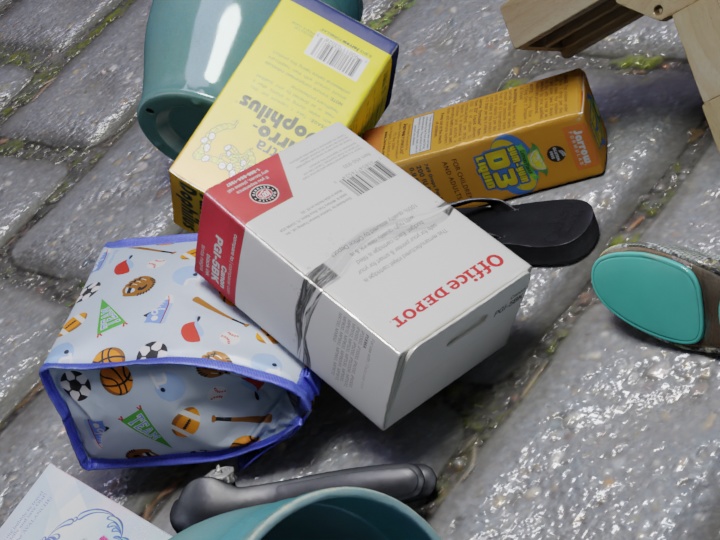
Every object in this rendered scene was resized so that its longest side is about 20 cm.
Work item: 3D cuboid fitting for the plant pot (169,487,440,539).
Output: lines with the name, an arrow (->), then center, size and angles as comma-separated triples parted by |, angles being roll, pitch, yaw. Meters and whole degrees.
plant pot -> -0.065, 0.229, 0.921 | 0.187, 0.201, 0.201 | -12, 34, 47

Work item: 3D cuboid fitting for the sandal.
sandal -> 0.089, -0.034, 1.285 | 0.198, 0.043, 0.076 | -9, 38, 26

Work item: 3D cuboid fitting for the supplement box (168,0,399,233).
supplement box -> -0.063, -0.114, 1.367 | 0.109, 0.109, 0.201 | 28, 69, 7

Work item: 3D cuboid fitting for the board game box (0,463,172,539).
board game box -> -0.209, 0.249, 1.096 | 0.198, 0.043, 0.201 | 19, 66, 46

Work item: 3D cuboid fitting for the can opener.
can opener -> -0.043, 0.161, 1.122 | 0.198, 0.080, 0.063 | -15, -3, 13

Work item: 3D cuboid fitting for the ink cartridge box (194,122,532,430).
ink cartridge box -> 0.000, 0.000, 1.169 | 0.200, 0.083, 0.146 | 39, 48, 25

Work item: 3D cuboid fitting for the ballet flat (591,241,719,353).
ballet flat -> 0.248, 0.021, 1.097 | 0.072, 0.072, 0.199 | -44, 38, -24

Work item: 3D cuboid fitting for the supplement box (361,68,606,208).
supplement box -> 0.100, -0.098, 1.342 | 0.198, 0.067, 0.069 | -16, 36, 18

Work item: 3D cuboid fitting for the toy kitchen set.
toy kitchen set -> 0.252, -0.152, 1.266 | 0.180, 0.202, 0.162 | -26, -13, 39

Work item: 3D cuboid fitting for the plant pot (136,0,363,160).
plant pot -> -0.119, -0.198, 1.525 | 0.198, 0.200, 0.190 | -1, 57, 34

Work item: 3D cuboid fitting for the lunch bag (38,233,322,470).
lunch bag -> -0.113, 0.058, 1.231 | 0.198, 0.125, 0.171 | -7, 36, 16
